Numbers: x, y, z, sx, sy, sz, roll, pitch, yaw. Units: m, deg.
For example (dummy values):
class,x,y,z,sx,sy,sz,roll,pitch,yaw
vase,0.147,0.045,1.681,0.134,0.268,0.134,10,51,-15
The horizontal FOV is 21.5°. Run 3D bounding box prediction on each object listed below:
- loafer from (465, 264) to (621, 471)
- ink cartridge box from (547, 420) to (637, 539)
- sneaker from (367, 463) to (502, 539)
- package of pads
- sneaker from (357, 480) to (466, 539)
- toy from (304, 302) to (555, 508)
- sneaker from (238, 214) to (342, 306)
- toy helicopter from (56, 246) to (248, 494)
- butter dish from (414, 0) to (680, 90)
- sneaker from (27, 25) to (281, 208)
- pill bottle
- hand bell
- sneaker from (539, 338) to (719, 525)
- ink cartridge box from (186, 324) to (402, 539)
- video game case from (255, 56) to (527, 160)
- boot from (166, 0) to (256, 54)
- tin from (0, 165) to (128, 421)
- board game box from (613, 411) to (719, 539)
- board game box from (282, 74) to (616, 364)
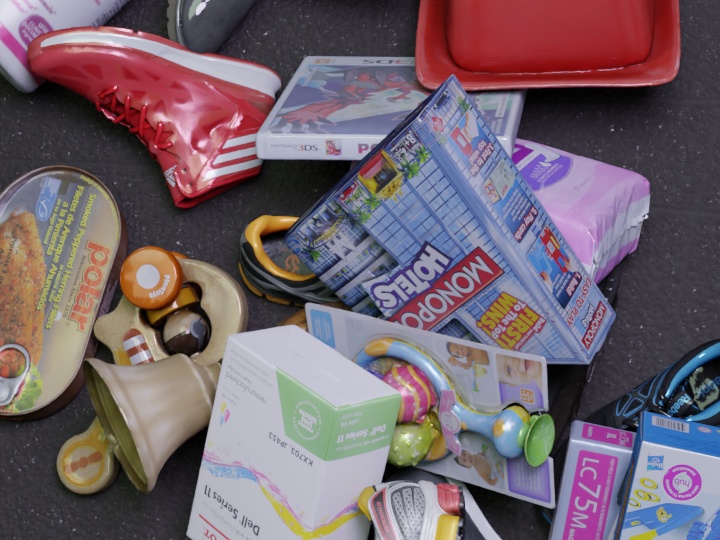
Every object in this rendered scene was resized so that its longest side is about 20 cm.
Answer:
class,x,y,z,sx,sy,sz,roll,pitch,yaw
loafer,0.133,0.072,1.380,0.072,0.072,0.201,17,60,27
ink cartridge box,0.231,0.182,1.306,0.198,0.042,0.121,10,109,4
sneaker,0.063,0.225,1.320,0.099,0.071,0.200,-23,61,-31
package of pads,0.099,-0.048,1.375,0.198,0.120,0.076,18,117,23
sneaker,0.018,0.237,1.256,0.081,0.078,0.202,9,81,7
toy,0.038,0.098,1.300,0.198,0.116,0.047,10,29,32
sneaker,0.000,0.000,1.414,0.198,0.077,0.079,6,72,9
toy helicopter,-0.153,0.087,1.424,0.132,0.079,0.201,35,91,8
butter dish,0.138,-0.238,1.405,0.197,0.149,0.201,0,41,7
sneaker,-0.161,-0.114,1.450,0.198,0.078,0.117,8,77,-11
pill bottle,-0.231,-0.248,1.505,0.200,0.113,0.113,-45,72,-7
hand bell,-0.089,0.070,1.362,0.199,0.104,0.105,-25,70,-19
sneaker,0.205,0.109,1.347,0.200,0.082,0.073,-41,74,-3
ink cartridge box,-0.052,0.154,1.311,0.117,0.067,0.202,30,117,38
video game case,0.029,-0.122,1.400,0.180,0.200,0.023,1,113,9
boot,-0.040,-0.235,1.463,0.198,0.073,0.183,12,74,32
tin,-0.247,0.018,1.466,0.111,0.042,0.202,13,75,16
board game box,0.262,0.213,1.259,0.198,0.056,0.198,11,108,6
board game box,0.065,0.002,1.296,0.200,0.200,0.062,44,45,-5
